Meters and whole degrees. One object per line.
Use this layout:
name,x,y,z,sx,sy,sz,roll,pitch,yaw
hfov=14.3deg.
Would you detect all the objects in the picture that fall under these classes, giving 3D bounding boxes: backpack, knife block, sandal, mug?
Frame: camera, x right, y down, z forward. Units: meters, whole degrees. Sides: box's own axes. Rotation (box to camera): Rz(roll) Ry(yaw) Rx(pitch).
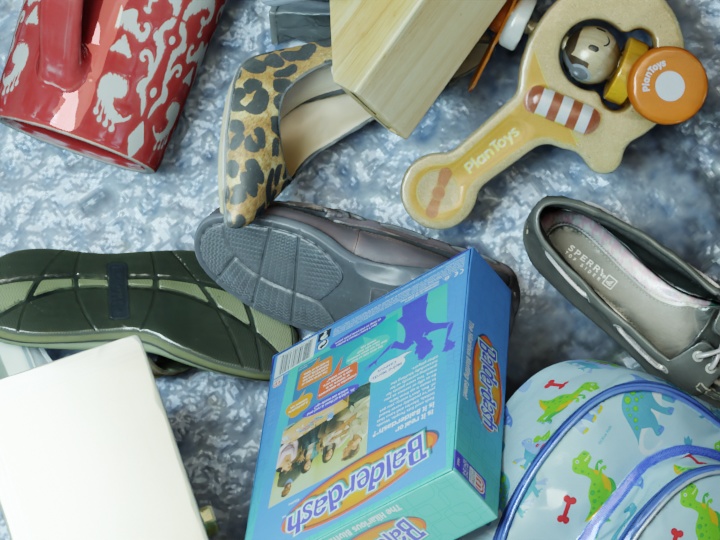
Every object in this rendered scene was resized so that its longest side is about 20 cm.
backpack,0.158,0.154,1.603,0.200,0.147,0.183,38,85,-24
knife block,0.068,-0.196,1.677,0.175,0.064,0.200,-19,56,26
sandal,-0.136,0.029,1.749,0.201,0.057,0.080,9,55,-6
mug,-0.158,-0.176,1.745,0.133,0.177,0.200,15,85,44

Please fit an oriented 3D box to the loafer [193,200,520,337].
loafer,0.000,0.000,1.738,0.200,0.063,0.072,16,123,6

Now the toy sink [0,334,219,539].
toy sink,-0.136,0.153,1.627,0.112,0.130,0.200,-18,78,-4

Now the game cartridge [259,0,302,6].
game cartridge,-0.003,-0.249,1.692,0.133,0.040,0.200,-5,60,29

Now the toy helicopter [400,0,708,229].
toy helicopter,0.101,-0.103,1.719,0.200,0.079,0.132,-38,96,1

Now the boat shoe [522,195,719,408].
boat shoe,0.179,0.024,1.712,0.200,0.057,0.067,37,85,13

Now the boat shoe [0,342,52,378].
boat shoe,-0.154,0.116,1.739,0.071,0.070,0.201,-28,76,-16

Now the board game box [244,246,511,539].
board game box,0.010,0.092,1.629,0.152,0.200,0.045,-29,119,25

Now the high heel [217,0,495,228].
high heel,-0.004,-0.094,1.720,0.142,0.071,0.200,6,48,13
